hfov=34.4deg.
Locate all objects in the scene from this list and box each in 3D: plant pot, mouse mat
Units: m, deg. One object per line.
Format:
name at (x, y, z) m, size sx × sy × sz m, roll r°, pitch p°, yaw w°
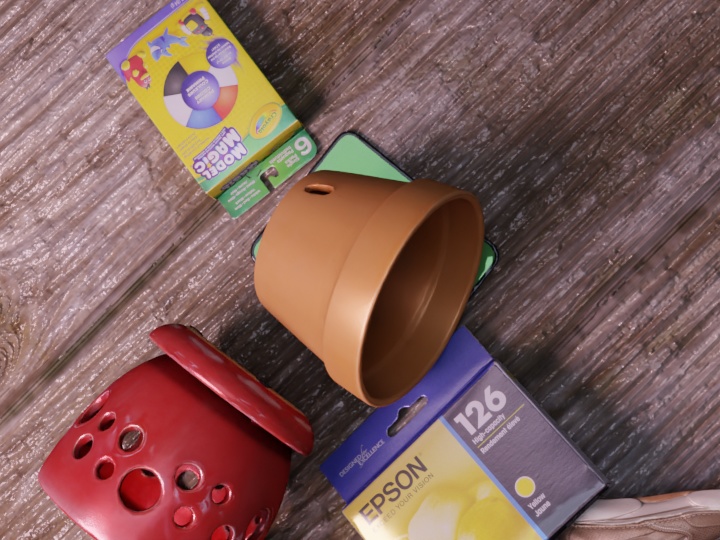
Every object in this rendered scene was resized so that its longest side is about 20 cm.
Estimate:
plant pot at (-0.149, 0.164, 1.023) m, size 0.200 × 0.200 × 0.183 m, roll 37°, pitch 83°, yaw 9°
mouse mat at (0.012, -0.016, 1.114) m, size 0.200 × 0.008 × 0.161 m, roll 40°, pitch 90°, yaw 8°
plant pot at (0.000, 0.000, 1.025) m, size 0.139 × 0.200 × 0.201 m, roll 25°, pitch 88°, yaw 24°

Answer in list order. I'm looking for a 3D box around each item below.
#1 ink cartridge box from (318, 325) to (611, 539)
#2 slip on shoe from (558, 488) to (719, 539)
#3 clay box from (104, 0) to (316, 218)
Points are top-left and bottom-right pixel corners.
ink cartridge box at (0.084, 0.183, 1.040) m, size 0.198 × 0.047 × 0.200 m, roll -45°, pitch 70°, yaw 5°
slip on shoe at (0.273, 0.227, 1.023) m, size 0.198 × 0.076 × 0.061 m, roll -6°, pitch 76°, yaw 9°
clay box at (-0.142, -0.162, 1.126) m, size 0.115 × 0.048 × 0.201 m, roll -38°, pitch 81°, yaw 2°
